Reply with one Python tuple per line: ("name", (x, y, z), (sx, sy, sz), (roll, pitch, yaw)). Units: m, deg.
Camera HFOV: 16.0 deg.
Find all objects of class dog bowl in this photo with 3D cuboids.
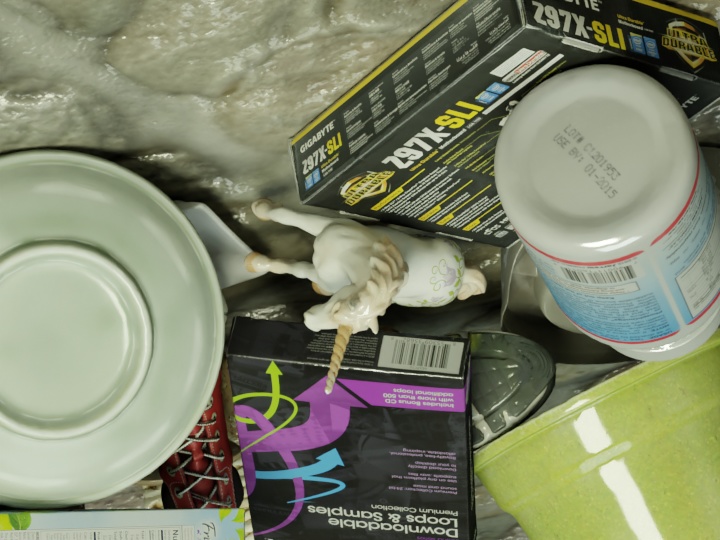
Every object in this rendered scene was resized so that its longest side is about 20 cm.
("dog bowl", (0.179, -0.010, 1.612), (0.199, 0.059, 0.200), (-10, 155, -5))

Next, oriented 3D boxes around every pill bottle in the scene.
("pill bottle", (0.145, -0.023, 1.404), (0.108, 0.109, 0.200), (-17, 154, 10))

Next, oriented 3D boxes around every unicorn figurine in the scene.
("unicorn figurine", (0.000, 0.000, 1.471), (0.137, 0.074, 0.199), (14, -160, 40))

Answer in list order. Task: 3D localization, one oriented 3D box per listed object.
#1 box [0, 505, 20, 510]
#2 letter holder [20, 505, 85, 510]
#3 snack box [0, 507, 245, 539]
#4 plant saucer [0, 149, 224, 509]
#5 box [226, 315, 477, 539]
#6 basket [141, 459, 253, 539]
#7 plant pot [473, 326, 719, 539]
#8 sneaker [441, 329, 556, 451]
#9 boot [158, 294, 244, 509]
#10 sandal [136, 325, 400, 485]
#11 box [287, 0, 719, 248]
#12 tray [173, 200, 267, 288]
("box", (-0.217, 0.060, 1.504), (0.117, 0.048, 0.200), (-16, 127, 16))
("letter holder", (-0.273, 0.145, 1.614), (0.199, 0.143, 0.101), (-4, 166, -15))
("snack box", (-0.188, 0.172, 1.489), (0.199, 0.068, 0.168), (0, 174, -26))
("plant saucer", (-0.169, 0.036, 1.404), (0.199, 0.201, 0.050), (-5, -171, -13))
("box", (-0.002, 0.109, 1.561), (0.142, 0.036, 0.200), (5, 141, 9))
("basket", (-0.032, 0.199, 1.826), (0.199, 0.162, 0.198), (-20, 153, 15))
("plant pot", (0.191, 0.160, 1.621), (0.200, 0.185, 0.200), (-25, 172, -4))
("sneaker", (0.047, 0.093, 1.650), (0.199, 0.075, 0.084), (-27, 165, 28))
("boot", (-0.102, 0.091, 1.536), (0.072, 0.145, 0.200), (-13, 172, -5))
("sandal", (-0.068, 0.070, 1.659), (0.211, 0.078, 0.070), (-17, 149, -8))
("box", (0.082, -0.087, 1.427), (0.159, 0.050, 0.200), (13, 145, -36))
("tray", (-0.164, 0.004, 1.535), (0.199, 0.022, 0.107), (-19, 154, 14))
